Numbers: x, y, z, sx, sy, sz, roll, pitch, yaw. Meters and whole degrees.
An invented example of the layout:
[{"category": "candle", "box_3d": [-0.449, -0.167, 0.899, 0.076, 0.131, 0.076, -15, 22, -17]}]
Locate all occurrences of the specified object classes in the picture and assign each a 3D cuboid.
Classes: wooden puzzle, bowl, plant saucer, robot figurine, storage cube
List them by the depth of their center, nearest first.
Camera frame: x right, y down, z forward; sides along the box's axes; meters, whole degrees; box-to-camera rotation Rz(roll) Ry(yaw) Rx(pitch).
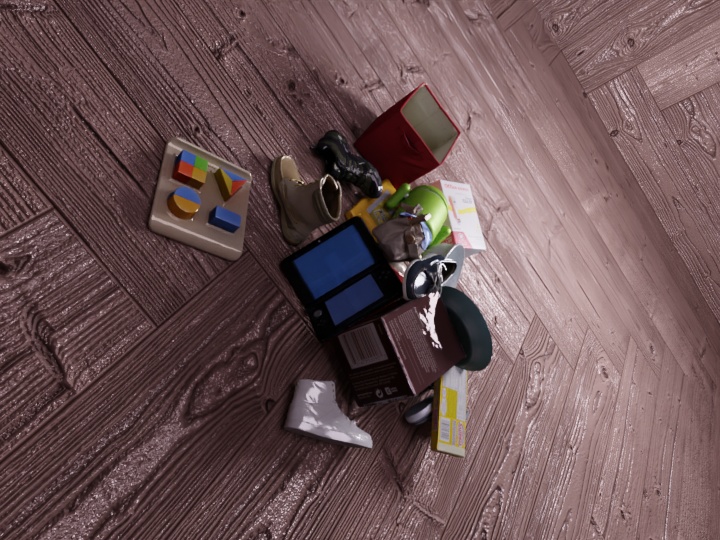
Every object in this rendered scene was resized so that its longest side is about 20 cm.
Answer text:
[{"category": "wooden puzzle", "box_3d": [-0.292, -0.140, 1.047, 0.184, 0.046, 0.202, 23, 58, -35]}, {"category": "plant saucer", "box_3d": [0.202, 0.134, 1.197, 0.036, 0.200, 0.202, -22, 88, -28]}, {"category": "bowl", "box_3d": [0.175, 0.014, 1.364, 0.201, 0.090, 0.202, -45, 148, -38]}, {"category": "robot figurine", "box_3d": [0.149, -0.134, 1.371, 0.175, 0.116, 0.201, 42, 49, -11]}, {"category": "storage cube", "box_3d": [0.121, -0.342, 1.432, 0.171, 0.179, 0.201, 49, 47, -16]}]

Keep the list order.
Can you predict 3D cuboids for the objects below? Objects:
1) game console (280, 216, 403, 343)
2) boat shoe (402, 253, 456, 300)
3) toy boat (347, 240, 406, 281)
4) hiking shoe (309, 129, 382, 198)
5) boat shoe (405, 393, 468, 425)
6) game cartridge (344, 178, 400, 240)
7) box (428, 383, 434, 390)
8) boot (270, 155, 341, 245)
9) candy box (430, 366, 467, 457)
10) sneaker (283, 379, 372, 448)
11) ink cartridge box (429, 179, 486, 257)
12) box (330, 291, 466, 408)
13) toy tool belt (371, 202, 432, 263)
[{"category": "game console", "box_3d": [-0.038, 0.015, 1.100, 0.119, 0.199, 0.173, 59, 0, -35]}, {"category": "boat shoe", "box_3d": [0.142, 0.014, 1.113, 0.200, 0.061, 0.076, -23, 117, -61]}, {"category": "toy boat", "box_3d": [0.000, 0.000, 1.230, 0.199, 0.130, 0.131, 35, 81, -28]}, {"category": "hiking shoe", "box_3d": [-0.036, -0.236, 1.319, 0.200, 0.076, 0.101, 45, 54, -2]}, {"category": "boat shoe", "box_3d": [0.187, 0.334, 1.278, 0.199, 0.071, 0.092, -18, 83, -47]}, {"category": "game cartridge", "box_3d": [0.062, -0.115, 1.383, 0.177, 0.032, 0.200, 54, 44, -11]}, {"category": "box", "box_3d": [0.153, 0.183, 1.311, 0.050, 0.075, 0.201, -35, 98, -45]}, {"category": "boot", "box_3d": [-0.113, -0.172, 1.152, 0.072, 0.154, 0.202, 0, 72, -43]}, {"category": "candy box", "box_3d": [0.200, 0.308, 1.236, 0.102, 0.026, 0.202, 29, 58, -40]}, {"category": "sneaker", "box_3d": [-0.049, 0.276, 1.078, 0.199, 0.073, 0.117, 28, 58, -31]}, {"category": "ink cartridge box", "box_3d": [0.259, -0.143, 1.544, 0.144, 0.083, 0.202, 1, 72, -43]}, {"category": "box", "box_3d": [0.079, 0.157, 1.139, 0.199, 0.165, 0.165, -23, 88, -46]}, {"category": "toy tool belt", "box_3d": [0.112, -0.084, 1.191, 0.125, 0.123, 0.200, 54, 15, 3]}]
